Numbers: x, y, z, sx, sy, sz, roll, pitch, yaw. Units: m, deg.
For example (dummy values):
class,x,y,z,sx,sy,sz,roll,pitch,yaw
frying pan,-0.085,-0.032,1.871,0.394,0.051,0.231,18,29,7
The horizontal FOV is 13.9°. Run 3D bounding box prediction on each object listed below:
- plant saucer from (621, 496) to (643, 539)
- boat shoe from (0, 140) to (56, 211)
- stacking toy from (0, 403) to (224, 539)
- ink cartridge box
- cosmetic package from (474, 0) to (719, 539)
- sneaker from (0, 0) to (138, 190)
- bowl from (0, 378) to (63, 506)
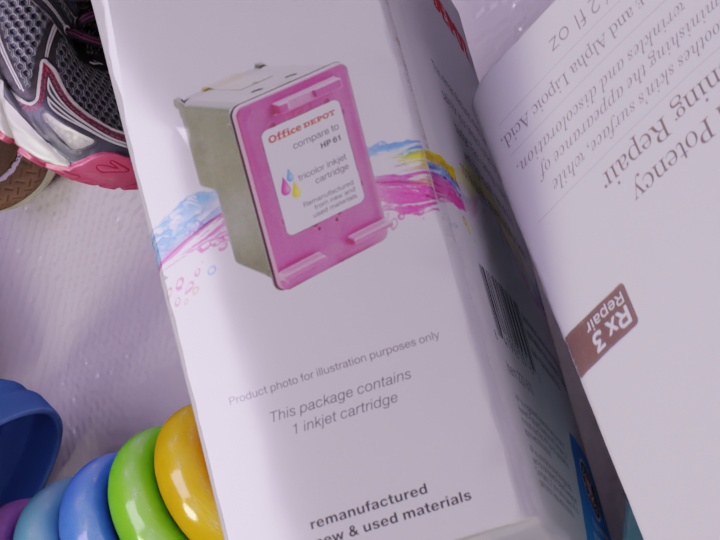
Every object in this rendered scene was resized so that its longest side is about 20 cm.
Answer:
class,x,y,z,sx,sy,sz,roll,pitch,yaw
plant saucer,0.148,0.069,0.757,0.200,0.027,0.200,-20,63,45
boat shoe,-0.157,-0.113,1.145,0.072,0.076,0.200,-19,78,6
stacking toy,-0.052,0.079,0.952,0.200,0.085,0.085,-36,53,32
ink cartridge box,0.000,0.000,0.823,0.085,0.145,0.200,-17,71,10
cosmetic package,0.110,0.008,0.732,0.102,0.074,0.200,-46,46,32
sneaker,-0.104,-0.120,1.071,0.075,0.081,0.200,-34,54,36
bowl,-0.182,0.113,1.006,0.039,0.201,0.201,38,112,10
